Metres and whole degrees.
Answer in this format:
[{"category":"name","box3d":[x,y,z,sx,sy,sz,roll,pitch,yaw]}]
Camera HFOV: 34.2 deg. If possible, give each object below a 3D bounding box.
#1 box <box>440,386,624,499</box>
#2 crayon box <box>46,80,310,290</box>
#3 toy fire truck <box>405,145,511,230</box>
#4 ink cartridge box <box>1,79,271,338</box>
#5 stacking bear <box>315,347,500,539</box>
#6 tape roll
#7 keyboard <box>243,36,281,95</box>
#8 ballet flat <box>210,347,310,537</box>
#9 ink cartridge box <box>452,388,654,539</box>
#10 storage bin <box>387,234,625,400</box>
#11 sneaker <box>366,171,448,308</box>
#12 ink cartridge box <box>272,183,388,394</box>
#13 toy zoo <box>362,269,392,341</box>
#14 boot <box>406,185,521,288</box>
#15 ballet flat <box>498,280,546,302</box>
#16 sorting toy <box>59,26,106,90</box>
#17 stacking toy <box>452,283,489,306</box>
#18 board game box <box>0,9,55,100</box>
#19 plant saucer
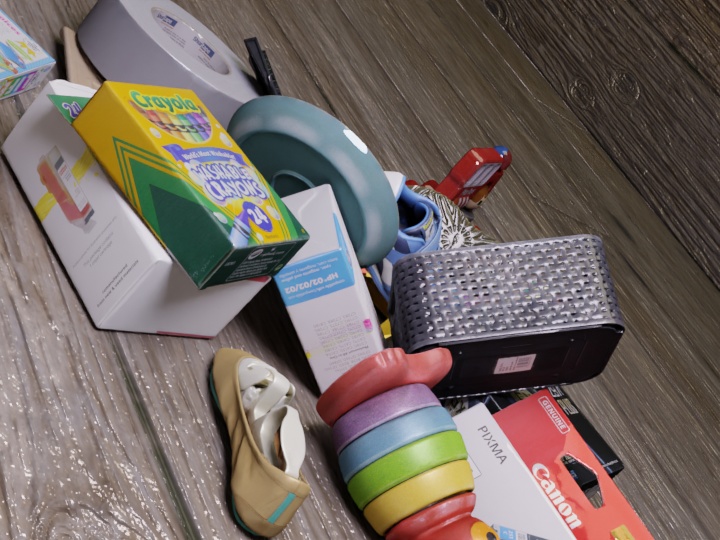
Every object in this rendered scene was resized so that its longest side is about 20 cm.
[{"category":"box","box3d":[0.168,0.177,1.217,0.164,0.086,0.199,52,22,21]},{"category":"crayon box","box3d":[-0.141,-0.082,0.927,0.200,0.052,0.126,50,21,12]},{"category":"toy fire truck","box3d":[0.131,-0.096,1.549,0.112,0.168,0.200,49,21,12]},{"category":"ink cartridge box","box3d":[-0.187,-0.049,0.971,0.145,0.083,0.201,10,41,-56]},{"category":"stacking bear","box3d":[0.050,0.178,0.960,0.121,0.113,0.201,5,54,-55]},{"category":"tape roll","box3d":[-0.195,-0.215,1.221,0.200,0.066,0.201,39,16,-13]},{"category":"keyboard","box3d":[-0.092,-0.182,1.311,0.201,0.020,0.128,72,-8,-53]},{"category":"ballet flat","box3d":[-0.071,0.117,0.906,0.068,0.063,0.201,31,24,-33]},{"category":"ink cartridge box","box3d":[0.156,0.207,1.048,0.175,0.045,0.201,-23,61,-20]},{"category":"storage bin","box3d":[0.131,0.047,1.089,0.136,0.198,0.095,94,-11,-62]},{"category":"sneaker","box3d":[0.049,-0.023,1.175,0.200,0.082,0.074,50,41,-37]},{"category":"ink cartridge box","box3d":[-0.024,0.039,1.073,0.116,0.067,0.201,-101,173,-56]},{"category":"toy zoo","box3d":[0.000,0.000,1.238,0.200,0.020,0.131,48,51,7]},{"category":"boot","box3d":[0.092,-0.016,1.375,0.175,0.066,0.200,38,-12,-2]},{"category":"ballet flat","box3d":[0.182,0.067,1.338,0.070,0.069,0.200,52,-18,20]},{"category":"sorting toy","box3d":[-0.222,-0.152,1.182,0.184,0.037,0.201,30,20,-35]},{"category":"stacking toy","box3d":[0.049,0.020,1.310,0.199,0.086,0.086,34,22,-16]},{"category":"board game box","box3d":[-0.377,-0.231,1.027,0.200,0.034,0.135,43,20,-4]},{"category":"plant saucer","box3d":[-0.055,-0.074,1.114,0.200,0.200,0.027,44,54,-3]}]
